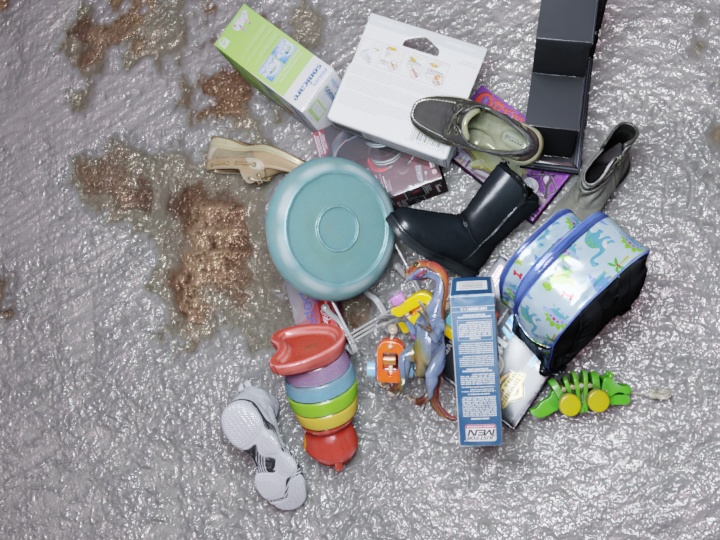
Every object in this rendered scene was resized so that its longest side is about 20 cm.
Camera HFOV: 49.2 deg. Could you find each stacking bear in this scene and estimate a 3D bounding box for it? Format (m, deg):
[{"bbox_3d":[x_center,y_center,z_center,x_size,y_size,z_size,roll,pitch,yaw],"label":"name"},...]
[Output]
[{"bbox_3d":[-0.055,0.192,1.141,0.111,0.122,0.204,-12,111,0],"label":"stacking bear"}]

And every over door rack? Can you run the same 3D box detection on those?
[{"bbox_3d":[0.000,0.000,1.166,0.146,0.066,0.203,-29,101,-20],"label":"over door rack"}]

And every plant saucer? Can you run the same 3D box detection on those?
[{"bbox_3d":[-0.035,-0.059,1.102,0.196,0.027,0.205,0,90,-21],"label":"plant saucer"}]

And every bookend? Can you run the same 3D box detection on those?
[{"bbox_3d":[0.283,-0.273,1.096,0.090,0.200,0.203,8,72,11],"label":"bookend"}]

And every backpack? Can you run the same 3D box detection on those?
[{"bbox_3d":[0.268,0.015,1.015,0.182,0.200,0.147,-41,70,-8],"label":"backpack"}]

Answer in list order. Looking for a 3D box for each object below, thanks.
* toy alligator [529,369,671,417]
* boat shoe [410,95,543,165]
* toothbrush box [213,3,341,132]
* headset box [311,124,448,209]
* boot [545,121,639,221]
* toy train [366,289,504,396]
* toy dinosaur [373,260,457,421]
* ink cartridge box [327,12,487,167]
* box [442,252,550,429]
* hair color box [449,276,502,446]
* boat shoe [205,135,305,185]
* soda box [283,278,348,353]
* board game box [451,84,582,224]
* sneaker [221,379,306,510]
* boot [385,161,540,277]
[{"bbox_3d":[0.329,0.163,1.090,0.196,0.059,0.055,-9,92,3],"label":"toy alligator"},{"bbox_3d":[0.154,-0.201,1.081,0.198,0.066,0.073,24,95,22],"label":"boat shoe"},{"bbox_3d":[-0.117,-0.312,1.260,0.199,0.146,0.087,38,90,18],"label":"toothbrush box"},{"bbox_3d":[0.021,-0.166,1.232,0.196,0.075,0.151,-19,76,11],"label":"headset box"},{"bbox_3d":[0.317,-0.111,1.110,0.067,0.131,0.202,34,90,19],"label":"boot"},{"bbox_3d":[0.105,0.098,1.130,0.195,0.056,0.154,-4,103,9],"label":"toy train"},{"bbox_3d":[0.086,0.087,1.081,0.104,0.199,0.184,20,82,40],"label":"toy dinosaur"},{"bbox_3d":[0.071,-0.271,1.175,0.197,0.044,0.176,22,85,16],"label":"ink cartridge box"},{"bbox_3d":[0.215,0.102,1.144,0.158,0.046,0.202,35,91,19],"label":"box"},{"bbox_3d":[0.154,0.119,1.046,0.059,0.100,0.205,-3,102,9],"label":"hair color box"},{"bbox_3d":[-0.167,-0.171,1.293,0.197,0.071,0.066,15,88,28],"label":"boat shoe"},{"bbox_3d":[-0.073,0.038,1.227,0.069,0.063,0.204,-19,77,11],"label":"soda box"},{"bbox_3d":[0.224,-0.179,1.204,0.199,0.032,0.120,40,88,18],"label":"board game box"},{"bbox_3d":[-0.139,0.261,1.203,0.074,0.115,0.202,-27,108,9],"label":"sneaker"},{"bbox_3d":[0.149,-0.087,1.115,0.169,0.198,0.077,-51,39,16],"label":"boot"}]
